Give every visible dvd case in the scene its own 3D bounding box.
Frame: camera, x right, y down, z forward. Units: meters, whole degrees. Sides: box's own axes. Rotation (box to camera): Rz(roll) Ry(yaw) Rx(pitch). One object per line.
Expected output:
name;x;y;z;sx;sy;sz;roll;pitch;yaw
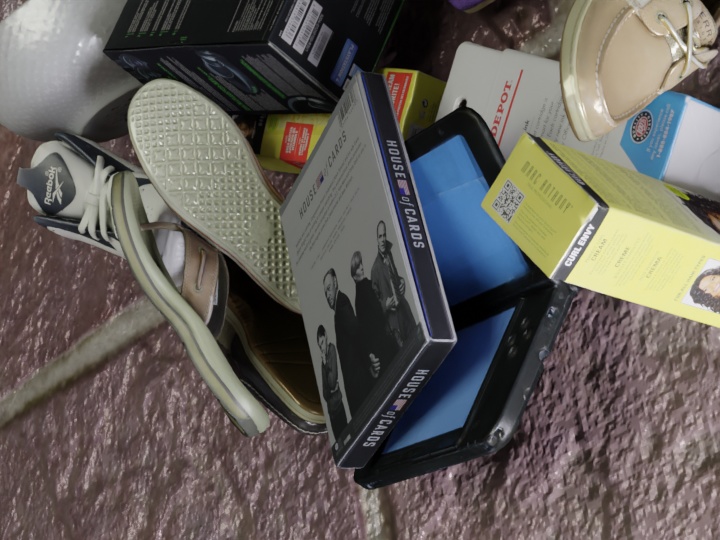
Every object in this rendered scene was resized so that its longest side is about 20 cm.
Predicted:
dvd case;0.000;0.000;1.326;0.151;0.025;0.201;123;142;-48

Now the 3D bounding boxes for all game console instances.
game console;0.034;0.023;1.299;0.200;0.116;0.177;-28;33;62

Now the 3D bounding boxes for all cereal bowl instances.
cereal bowl;-0.189;-0.157;1.599;0.200;0.199;0.084;-38;76;35

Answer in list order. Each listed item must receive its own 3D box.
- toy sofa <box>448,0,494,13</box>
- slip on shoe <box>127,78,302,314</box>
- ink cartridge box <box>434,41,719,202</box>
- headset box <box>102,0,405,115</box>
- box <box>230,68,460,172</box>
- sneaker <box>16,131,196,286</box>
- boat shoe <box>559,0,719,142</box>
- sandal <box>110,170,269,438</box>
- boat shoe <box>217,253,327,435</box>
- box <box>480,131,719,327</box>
toy sofa;0.111;-0.241;1.342;0.199;0.082;0.099;-13;71;38
slip on shoe;-0.089;-0.049;1.471;0.074;0.200;0.061;-44;6;-5
ink cartridge box;0.132;-0.065;1.298;0.199;0.066;0.117;23;97;48
headset box;-0.067;-0.203;1.464;0.199;0.093;0.175;3;64;47
box;-0.017;-0.104;1.476;0.199;0.050;0.076;12;86;49
sneaker;-0.189;-0.048;1.555;0.199;0.128;0.080;-127;53;-71
boat shoe;0.171;-0.141;1.207;0.064;0.200;0.073;0;122;31
sandal;-0.109;0.018;1.432;0.057;0.080;0.202;-32;82;-1
boat shoe;-0.070;0.061;1.495;0.200;0.073;0.065;51;127;47
box;0.161;-0.015;1.151;0.050;0.199;0.075;-59;45;18
